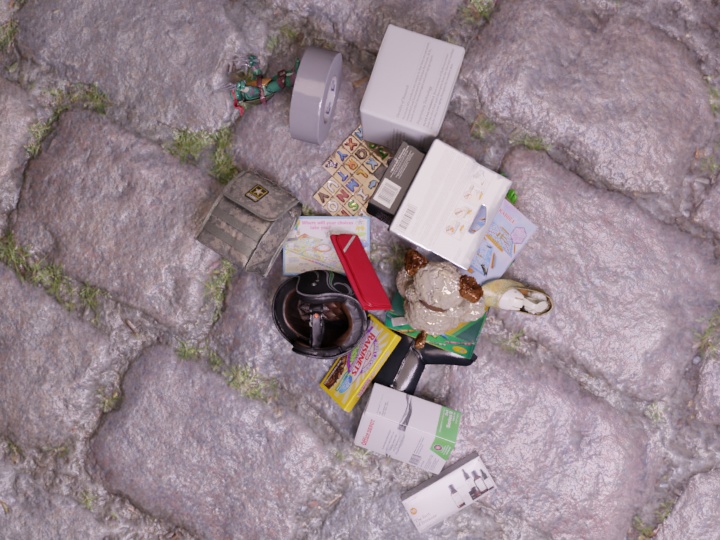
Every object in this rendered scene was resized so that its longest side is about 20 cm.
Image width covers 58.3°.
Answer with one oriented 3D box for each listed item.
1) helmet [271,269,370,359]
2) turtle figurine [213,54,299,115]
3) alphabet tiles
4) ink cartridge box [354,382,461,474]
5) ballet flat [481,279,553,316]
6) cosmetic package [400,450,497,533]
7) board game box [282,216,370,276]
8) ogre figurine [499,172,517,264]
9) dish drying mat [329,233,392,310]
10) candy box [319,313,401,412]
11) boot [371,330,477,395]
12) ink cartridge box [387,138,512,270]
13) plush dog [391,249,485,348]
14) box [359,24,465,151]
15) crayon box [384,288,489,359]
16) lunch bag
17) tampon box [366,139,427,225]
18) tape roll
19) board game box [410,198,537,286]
[{"bbox_3d":[-0.086,0.090,1.387,0.198,0.191,0.202,-5,106,-17],"label":"helmet"},{"bbox_3d":[-0.230,-0.428,1.464,0.198,0.101,0.151,-13,46,1],"label":"turtle figurine"},{"bbox_3d":[-0.007,-0.209,1.484,0.167,0.008,0.200,43,90,4],"label":"alphabet tiles"},{"bbox_3d":[0.098,0.338,1.381,0.198,0.147,0.084,19,47,4],"label":"ink cartridge box"},{"bbox_3d":[0.338,0.062,1.375,0.199,0.070,0.071,9,88,-35],"label":"ballet flat"},{"bbox_3d":[0.194,0.488,1.424,0.199,0.051,0.083,-32,86,1],"label":"cosmetic package"},{"bbox_3d":[-0.076,-0.055,1.464,0.198,0.034,0.136,1,89,5],"label":"board game box"},{"bbox_3d":[0.280,-0.110,1.425,0.119,0.098,0.202,-4,104,-14],"label":"ogre figurine"},{"bbox_3d":[0.000,0.000,1.367,0.018,0.076,0.201,-54,48,37],"label":"dish drying mat"},{"bbox_3d":[-0.002,0.203,1.431,0.102,0.026,0.201,35,90,41],"label":"candy box"},{"bbox_3d":[0.137,0.217,1.423,0.199,0.076,0.169,24,86,11],"label":"boot"},{"bbox_3d":[0.173,-0.127,1.258,0.173,0.044,0.201,28,90,-4],"label":"ink cartridge box"},{"bbox_3d":[0.147,0.049,1.277,0.199,0.173,0.161,23,51,15],"label":"plush dog"},{"bbox_3d":[0.107,-0.374,1.387,0.170,0.199,0.202,18,86,3],"label":"box"},{"bbox_3d":[0.166,0.097,1.393,0.198,0.059,0.119,20,49,13],"label":"crayon box"},{"bbox_3d":[-0.240,-0.111,1.423,0.163,0.118,0.201,31,90,21],"label":"lunch bag"},{"bbox_3d":[0.101,-0.168,1.376,0.126,0.200,0.151,30,89,-2],"label":"tampon box"},{"bbox_3d":[-0.095,-0.378,1.399,0.066,0.200,0.202,14,89,3],"label":"tape roll"},{"bbox_3d":[0.238,-0.070,1.348,0.199,0.041,0.200,36,93,-21],"label":"board game box"}]
